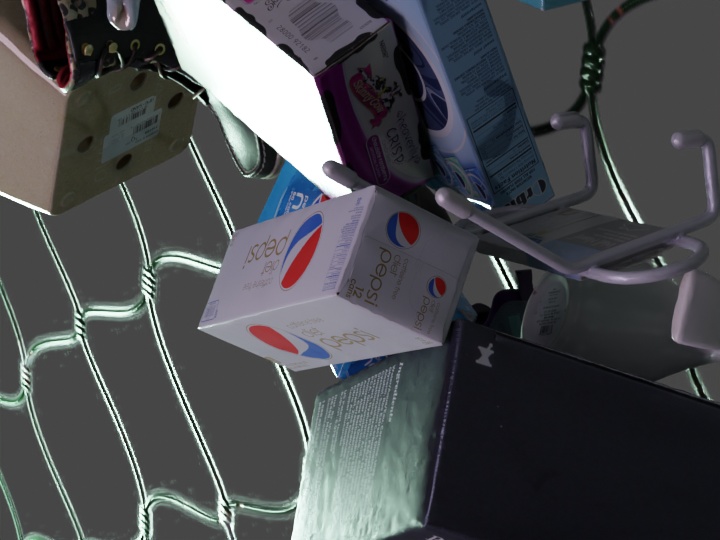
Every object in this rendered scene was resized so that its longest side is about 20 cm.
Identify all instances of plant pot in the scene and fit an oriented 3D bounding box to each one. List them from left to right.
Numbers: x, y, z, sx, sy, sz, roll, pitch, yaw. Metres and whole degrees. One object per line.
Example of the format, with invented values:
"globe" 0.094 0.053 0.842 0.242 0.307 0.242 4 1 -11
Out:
"plant pot" -0.221 -0.163 1.838 0.177 0.199 0.200 43 143 24

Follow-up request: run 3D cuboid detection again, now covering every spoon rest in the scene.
"spoon rest" 0.149 0.031 1.384 0.200 0.060 0.100 -5 68 66

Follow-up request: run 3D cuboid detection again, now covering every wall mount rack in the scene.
"wall mount rack" 0.087 -0.037 1.339 0.200 0.173 0.075 15 118 58

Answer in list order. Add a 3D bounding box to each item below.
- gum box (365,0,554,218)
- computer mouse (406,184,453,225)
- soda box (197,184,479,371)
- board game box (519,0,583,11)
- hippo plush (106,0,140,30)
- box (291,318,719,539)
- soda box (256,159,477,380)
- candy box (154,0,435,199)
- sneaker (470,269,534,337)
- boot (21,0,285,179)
"gum box" 0.024 -0.138 1.476 0.170 0.044 0.200 32 151 51
"computer mouse" 0.028 0.039 1.568 0.141 0.046 0.200 -60 28 32
"soda box" -0.016 0.008 1.357 0.200 0.068 0.064 -13 54 65
"board game box" 0.060 -0.245 1.410 0.200 0.047 0.152 32 132 52
"hippo plush" -0.122 -0.247 1.619 0.160 0.160 0.200 65 151 14
"box" 0.089 0.126 1.374 0.200 0.196 0.118 147 138 -62
"soda box" 0.000 0.000 1.510 0.064 0.068 0.200 -65 26 18
"candy box" -0.048 -0.134 1.493 0.200 0.061 0.137 41 161 36
"sneaker" 0.074 0.075 1.565 0.200 0.074 0.088 135 134 -54
"boot" -0.139 -0.145 1.718 0.073 0.150 0.201 -27 79 57
